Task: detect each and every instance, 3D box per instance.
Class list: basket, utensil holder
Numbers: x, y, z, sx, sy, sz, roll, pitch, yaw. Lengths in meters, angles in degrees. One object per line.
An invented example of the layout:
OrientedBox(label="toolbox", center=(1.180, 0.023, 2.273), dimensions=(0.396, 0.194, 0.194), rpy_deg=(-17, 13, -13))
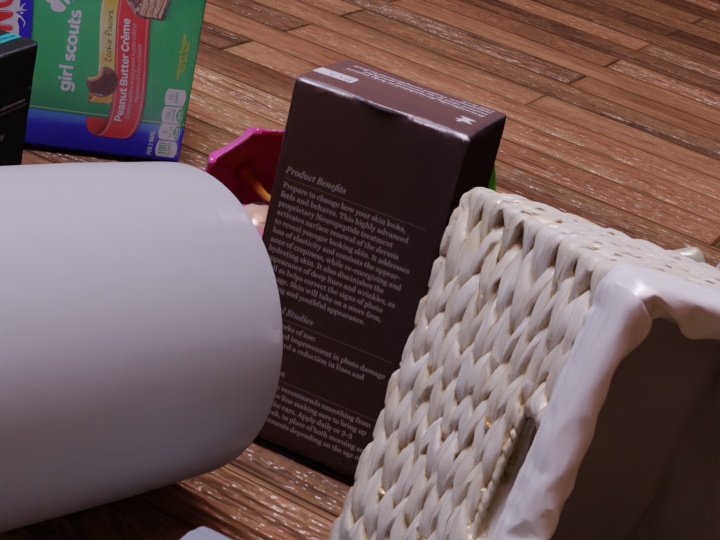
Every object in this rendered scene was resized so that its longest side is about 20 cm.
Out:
OrientedBox(label="basket", center=(0.114, 0.093, 0.695), dimensions=(0.198, 0.200, 0.161), rpy_deg=(16, 11, -29))
OrientedBox(label="utensil holder", center=(-0.159, 0.034, 0.748), dimensions=(0.169, 0.172, 0.199), rpy_deg=(32, 25, 35))

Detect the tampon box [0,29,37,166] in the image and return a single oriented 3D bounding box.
OrientedBox(label="tampon box", center=(-0.324, -0.097, 0.993), dimensions=(0.198, 0.128, 0.150), rpy_deg=(19, 23, 13))

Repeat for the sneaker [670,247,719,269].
OrientedBox(label="sneaker", center=(0.243, 0.042, 1.043), dimensions=(0.081, 0.089, 0.199), rpy_deg=(-5, 22, -38))

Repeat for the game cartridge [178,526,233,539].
OrientedBox(label="game cartridge", center=(-0.058, 0.177, 0.650), dimensions=(0.132, 0.042, 0.200), rpy_deg=(18, 23, 19))

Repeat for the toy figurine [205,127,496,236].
OrientedBox(label="toy figurine", center=(-0.030, -0.023, 1.055), dimensions=(0.182, 0.151, 0.201), rpy_deg=(9, 44, 23))

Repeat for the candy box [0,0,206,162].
OrientedBox(label="candy box", center=(-0.220, -0.181, 1.193), dimensions=(0.197, 0.171, 0.077), rpy_deg=(6, 20, -18))

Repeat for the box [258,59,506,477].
OrientedBox(label="box", center=(0.000, 0.000, 0.871), dimensions=(0.099, 0.202, 0.075), rpy_deg=(21, 23, 17))
